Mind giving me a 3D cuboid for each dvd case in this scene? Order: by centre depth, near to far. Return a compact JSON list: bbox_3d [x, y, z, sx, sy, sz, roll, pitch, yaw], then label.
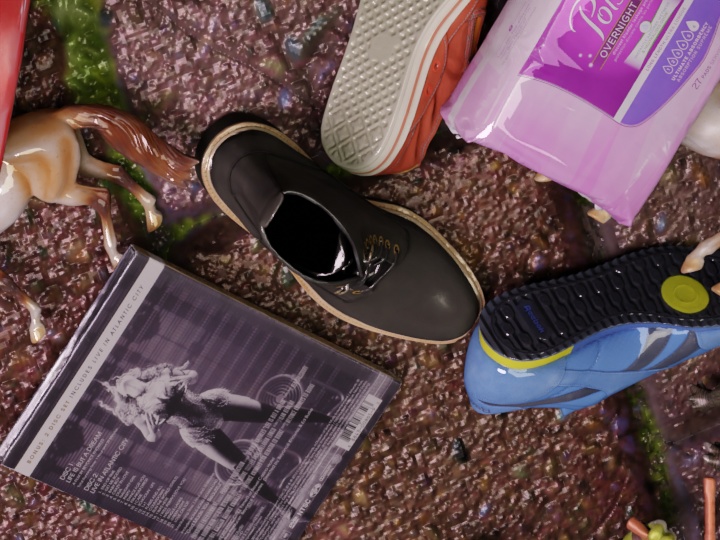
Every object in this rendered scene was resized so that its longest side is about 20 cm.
[{"bbox_3d":[-0.092,0.086,1.689,0.199,0.016,0.149,27,103,-32],"label":"dvd case"}]

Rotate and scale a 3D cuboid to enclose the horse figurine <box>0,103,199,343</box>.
[{"bbox_3d":[-0.191,-0.033,1.623,0.200,0.050,0.133,-36,120,1],"label":"horse figurine"}]

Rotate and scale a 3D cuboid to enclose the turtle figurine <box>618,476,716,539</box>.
[{"bbox_3d":[0.140,0.204,1.787,0.160,0.065,0.201,6,115,-9],"label":"turtle figurine"}]

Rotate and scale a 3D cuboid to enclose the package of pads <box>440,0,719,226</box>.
[{"bbox_3d":[0.144,-0.137,1.609,0.120,0.076,0.201,25,104,-22],"label":"package of pads"}]

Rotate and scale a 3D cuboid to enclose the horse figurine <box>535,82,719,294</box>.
[{"bbox_3d":[0.200,-0.070,1.697,0.199,0.050,0.133,32,94,-3],"label":"horse figurine"}]

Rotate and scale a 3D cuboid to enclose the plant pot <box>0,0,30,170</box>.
[{"bbox_3d":[-0.266,-0.126,1.492,0.181,0.201,0.202,6,106,-11],"label":"plant pot"}]

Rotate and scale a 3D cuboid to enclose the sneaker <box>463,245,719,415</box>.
[{"bbox_3d":[0.153,0.041,1.744,0.199,0.066,0.079,-13,141,-19],"label":"sneaker"}]

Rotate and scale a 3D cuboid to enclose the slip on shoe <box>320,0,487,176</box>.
[{"bbox_3d":[0.041,-0.146,1.647,0.061,0.074,0.201,15,99,-55],"label":"slip on shoe"}]

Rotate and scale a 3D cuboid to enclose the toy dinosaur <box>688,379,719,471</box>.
[{"bbox_3d":[0.257,0.092,1.740,0.077,0.201,0.102,27,141,-26],"label":"toy dinosaur"}]

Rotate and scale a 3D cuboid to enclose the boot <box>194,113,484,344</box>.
[{"bbox_3d":[0.000,0.000,1.638,0.199,0.138,0.078,30,98,-23],"label":"boot"}]
